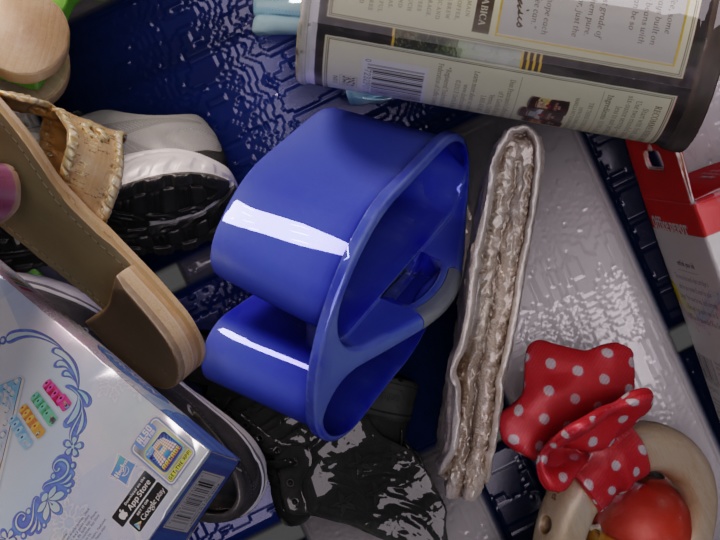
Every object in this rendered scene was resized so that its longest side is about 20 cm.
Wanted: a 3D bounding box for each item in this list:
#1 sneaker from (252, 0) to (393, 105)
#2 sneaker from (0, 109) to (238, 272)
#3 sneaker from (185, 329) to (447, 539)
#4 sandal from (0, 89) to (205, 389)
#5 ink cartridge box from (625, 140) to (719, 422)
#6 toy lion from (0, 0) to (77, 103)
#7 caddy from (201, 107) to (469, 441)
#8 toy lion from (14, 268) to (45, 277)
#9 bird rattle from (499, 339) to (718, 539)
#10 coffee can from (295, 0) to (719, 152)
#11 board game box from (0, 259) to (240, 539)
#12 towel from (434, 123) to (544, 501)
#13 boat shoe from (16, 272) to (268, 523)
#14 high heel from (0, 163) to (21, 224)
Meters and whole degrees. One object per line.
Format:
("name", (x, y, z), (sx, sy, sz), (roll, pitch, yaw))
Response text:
("sneaker", (0.030, -0.124, 0.885), (0.199, 0.074, 0.083), (26, 100, 2))
("sneaker", (-0.170, -0.051, 0.867), (0.198, 0.080, 0.074), (-3, 136, -13))
("sneaker", (-0.039, 0.101, 0.894), (0.198, 0.060, 0.105), (12, 93, -5))
("sandal", (-0.141, -0.041, 0.797), (0.212, 0.078, 0.070), (51, 53, -1))
("ink cartridge box", (0.221, 0.002, 0.881), (0.067, 0.116, 0.202), (-20, 96, -2))
("toy lion", (-0.205, -0.199, 0.841), (0.198, 0.069, 0.193), (18, 75, -5))
("caddy", (0.000, 0.000, 0.820), (0.104, 0.200, 0.142), (20, 124, 16))
("toy lion", (-0.240, 0.080, 0.881), (0.192, 0.069, 0.200), (-43, 96, -8))
("bird rattle", (0.140, 0.142, 0.898), (0.162, 0.112, 0.202), (8, 91, -36))
("coffee can", (0.077, -0.149, 0.771), (0.198, 0.146, 0.148), (10, 93, 1))
("board game box", (-0.191, 0.118, 0.777), (0.198, 0.043, 0.201), (36, 90, 25))
("towel", (0.069, 0.021, 0.862), (0.034, 0.133, 0.202), (10, 92, 2))
("boat shoe", (-0.138, 0.072, 0.834), (0.200, 0.066, 0.070), (39, 95, -1))
("high heel", (-0.266, -0.012, 0.764), (0.199, 0.096, 0.068), (-32, 70, 28))
